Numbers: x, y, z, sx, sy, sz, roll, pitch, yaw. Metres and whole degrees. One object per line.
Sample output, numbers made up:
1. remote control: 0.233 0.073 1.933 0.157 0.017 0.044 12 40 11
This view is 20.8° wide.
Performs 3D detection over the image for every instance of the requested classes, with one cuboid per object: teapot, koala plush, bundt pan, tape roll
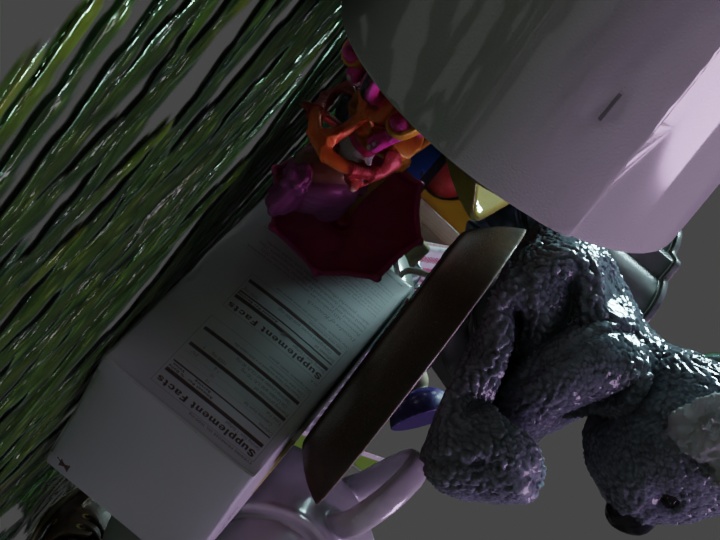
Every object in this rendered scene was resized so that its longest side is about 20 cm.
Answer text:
1. teapot: -0.070 0.197 1.235 0.146 0.196 0.201 -177 -84 -80
2. koala plush: 0.160 0.082 1.175 0.177 0.199 0.185 51 63 -80
3. bundt pan: 0.118 0.005 1.344 0.202 0.076 0.202 -37 -157 18
4. tape roll: 0.110 -0.125 0.930 0.139 0.202 0.203 -52 177 27

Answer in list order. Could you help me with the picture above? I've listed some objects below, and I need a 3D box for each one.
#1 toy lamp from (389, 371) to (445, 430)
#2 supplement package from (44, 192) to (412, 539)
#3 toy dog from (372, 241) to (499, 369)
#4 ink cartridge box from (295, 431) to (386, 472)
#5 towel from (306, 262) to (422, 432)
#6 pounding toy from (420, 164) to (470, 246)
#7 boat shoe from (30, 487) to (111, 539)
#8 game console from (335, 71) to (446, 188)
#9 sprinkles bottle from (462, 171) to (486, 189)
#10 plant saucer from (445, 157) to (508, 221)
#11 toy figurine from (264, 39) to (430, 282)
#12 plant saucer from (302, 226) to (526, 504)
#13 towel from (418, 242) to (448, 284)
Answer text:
1. toy lamp: 0.022 0.015 1.446 0.058 0.201 0.058 -15 166 -4
2. supplement package: -0.076 0.061 1.174 0.200 0.109 0.114 -49 175 -46
3. toy dog: 0.000 0.000 1.332 0.132 0.096 0.200 -54 -160 -13
4. ink cartridge box: -0.074 0.151 1.434 0.200 0.147 0.076 -40 -136 32
5. towel: -0.043 0.078 1.519 0.199 0.086 0.166 -21 160 -32
6. pounding toy: 0.111 -0.104 1.623 0.200 0.184 0.142 -50 -173 -12
7. boat shoe: -0.190 0.198 1.310 0.067 0.072 0.200 -27 -169 39
8. game console: 0.018 -0.123 1.301 0.200 0.118 0.171 -51 146 -29
9. sprinkles bottle: 0.130 -0.137 1.193 0.068 0.068 0.201 101 14 -83
10. plant saucer: 0.116 -0.156 1.275 0.200 0.048 0.201 -29 132 -48
11. toy figurine: 0.015 -0.068 1.096 0.184 0.150 0.200 -43 159 27
12. plant saucer: 0.024 0.048 1.141 0.201 0.032 0.200 -53 179 -1
13. towel: -0.005 0.028 1.610 0.200 0.146 0.030 124 -31 -55
